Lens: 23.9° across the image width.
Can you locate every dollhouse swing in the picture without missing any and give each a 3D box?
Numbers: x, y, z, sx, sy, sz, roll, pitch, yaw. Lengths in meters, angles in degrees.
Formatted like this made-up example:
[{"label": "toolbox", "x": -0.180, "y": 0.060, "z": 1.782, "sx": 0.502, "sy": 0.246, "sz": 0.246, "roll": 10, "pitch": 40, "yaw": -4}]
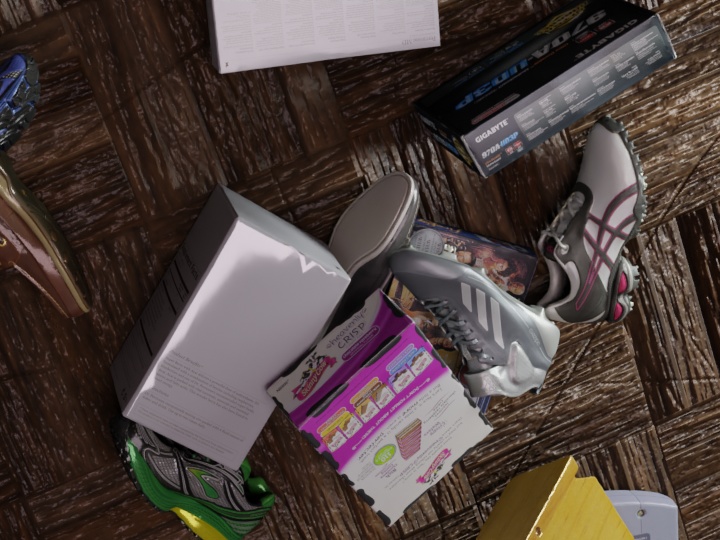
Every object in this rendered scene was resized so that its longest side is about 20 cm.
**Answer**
[{"label": "dollhouse swing", "x": 0.156, "y": 0.317, "z": 1.670, "sx": 0.201, "sy": 0.175, "sz": 0.182, "roll": 55, "pitch": 47, "yaw": -22}]

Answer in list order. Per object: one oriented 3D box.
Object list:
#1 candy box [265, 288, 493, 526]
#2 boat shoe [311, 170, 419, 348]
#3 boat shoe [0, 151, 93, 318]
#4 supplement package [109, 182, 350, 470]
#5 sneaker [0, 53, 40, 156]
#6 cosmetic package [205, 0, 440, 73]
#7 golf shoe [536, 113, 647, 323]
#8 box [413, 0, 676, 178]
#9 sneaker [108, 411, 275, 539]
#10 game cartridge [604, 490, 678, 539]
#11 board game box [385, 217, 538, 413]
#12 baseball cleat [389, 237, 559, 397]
[{"label": "candy box", "x": 0.021, "y": 0.125, "z": 1.512, "sx": 0.136, "sy": 0.061, "sz": 0.200, "roll": -42, "pitch": 138, "yaw": -4}, {"label": "boat shoe", "x": 0.000, "y": 0.000, "z": 1.554, "sx": 0.057, "sy": 0.067, "sz": 0.201, "roll": 21, "pitch": 106, "yaw": -46}, {"label": "boat shoe", "x": -0.304, "y": -0.038, "z": 1.455, "sx": 0.067, "sy": 0.072, "sz": 0.201, "roll": -34, "pitch": 106, "yaw": 3}, {"label": "supplement package", "x": -0.118, "y": 0.048, "z": 1.501, "sx": 0.121, "sy": 0.120, "sz": 0.201, "roll": 29, "pitch": 99, "yaw": -20}, {"label": "sneaker", "x": -0.339, "y": -0.107, "z": 1.368, "sx": 0.200, "sy": 0.075, "sz": 0.079, "roll": -43, "pitch": 88, "yaw": 5}, {"label": "cosmetic package", "x": -0.033, "y": -0.226, "z": 1.474, "sx": 0.198, "sy": 0.051, "sz": 0.083, "roll": -8, "pitch": 107, "yaw": -12}, {"label": "golf shoe", "x": 0.214, "y": -0.043, "z": 1.581, "sx": 0.087, "sy": 0.077, "sz": 0.202, "roll": -6, "pitch": 109, "yaw": -20}, {"label": "box", "x": 0.157, "y": -0.166, "z": 1.487, "sx": 0.199, "sy": 0.159, "sz": 0.046, "roll": -32, "pitch": 111, "yaw": -2}, {"label": "sneaker", "x": -0.154, "y": 0.177, "z": 1.543, "sx": 0.085, "sy": 0.078, "sz": 0.200, "roll": -41, "pitch": 133, "yaw": 5}, {"label": "game cartridge", "x": 0.226, "y": 0.292, "z": 1.717, "sx": 0.198, "sy": 0.042, "sz": 0.134, "roll": -9, "pitch": 105, "yaw": -12}, {"label": "board game box", "x": 0.073, "y": 0.060, "z": 1.602, "sx": 0.134, "sy": 0.035, "sz": 0.202, "roll": 14, "pitch": 103, "yaw": -19}, {"label": "baseball cleat", "x": 0.101, "y": 0.053, "z": 1.532, "sx": 0.199, "sy": 0.070, "sz": 0.107, "roll": 27, "pitch": 71, "yaw": -27}]
